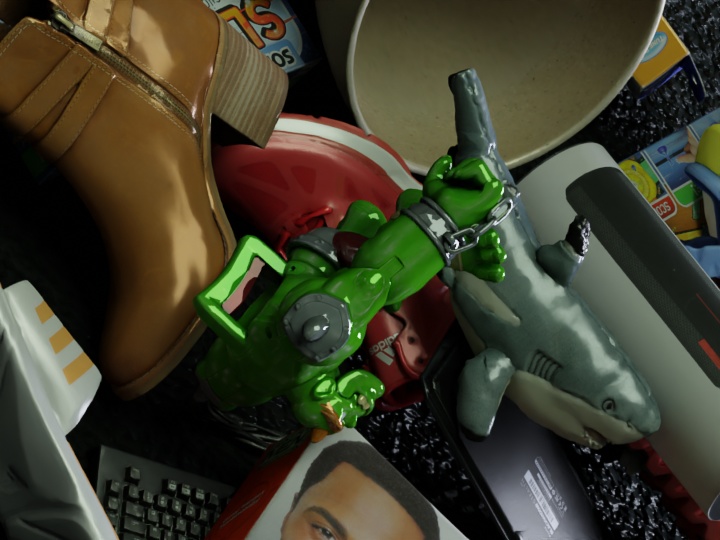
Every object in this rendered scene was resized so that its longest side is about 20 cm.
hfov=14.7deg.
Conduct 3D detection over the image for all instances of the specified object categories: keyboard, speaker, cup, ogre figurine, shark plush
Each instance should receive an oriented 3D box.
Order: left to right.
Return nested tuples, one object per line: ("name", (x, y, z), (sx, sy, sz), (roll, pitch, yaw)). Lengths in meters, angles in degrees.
("keyboard", (-0.046, 0.123, 1.379), (0.199, 0.021, 0.128), (21, 51, -30))
("ogre figurine", (-0.014, 0.014, 1.325), (0.120, 0.200, 0.098), (-40, 113, -28))
("cup", (0.052, -0.174, 1.554), (0.200, 0.201, 0.143), (8, 31, -36))
("keyboard", (0.086, 0.116, 1.468), (0.201, 0.040, 0.104), (61, 38, -18))
("shark plush", (0.091, -0.005, 1.417), (0.091, 0.083, 0.201), (-4, 79, -53))
("speaker", (0.154, 0.032, 1.453), (0.081, 0.081, 0.200), (-13, 58, -44))

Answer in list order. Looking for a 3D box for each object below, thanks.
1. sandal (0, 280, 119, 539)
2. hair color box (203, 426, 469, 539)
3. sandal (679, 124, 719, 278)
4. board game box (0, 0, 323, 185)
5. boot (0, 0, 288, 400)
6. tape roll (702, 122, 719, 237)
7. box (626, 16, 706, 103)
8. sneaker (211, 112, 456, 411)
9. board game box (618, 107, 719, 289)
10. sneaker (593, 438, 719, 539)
("sandal", (-0.148, 0.074, 1.290), (0.059, 0.079, 0.207), (-25, 89, -47))
("hair color box", (-0.039, 0.171, 1.308), (0.101, 0.061, 0.200), (44, 49, -11))
("sandal", (0.234, 0.018, 1.528), (0.200, 0.087, 0.079), (48, 3, 3))
("board game box", (-0.126, -0.135, 1.470), (0.200, 0.034, 0.136), (-26, 81, -46))
("boot", (-0.126, -0.053, 1.348), (0.155, 0.077, 0.201), (30, 74, -32))
("tape roll", (0.299, -0.027, 1.659), (0.202, 0.071, 0.203), (22, 51, -30))
("box", (0.137, -0.176, 1.671), (0.200, 0.041, 0.119), (56, 4, 3))
("sneaker", (0.000, 0.000, 1.458), (0.199, 0.078, 0.116), (22, 49, -26))
("board game box", (0.196, -0.010, 1.645), (0.200, 0.034, 0.136), (-27, 84, -46))
("sneaker", (0.205, 0.113, 1.526), (0.098, 0.071, 0.201), (-42, 105, -7))
